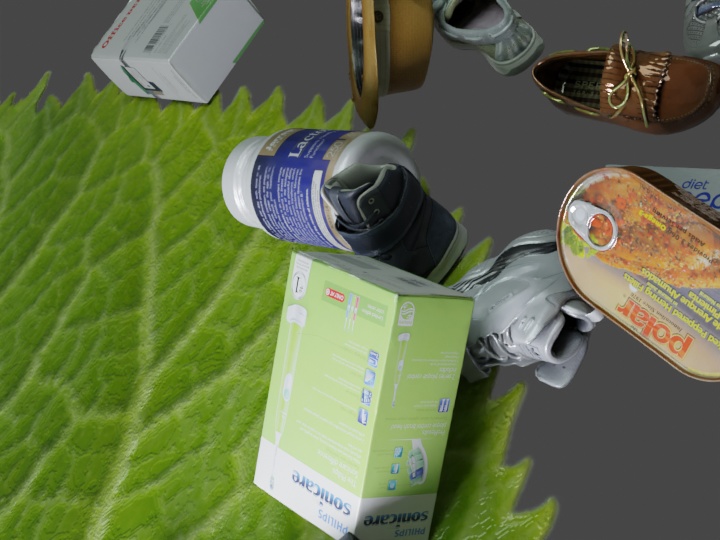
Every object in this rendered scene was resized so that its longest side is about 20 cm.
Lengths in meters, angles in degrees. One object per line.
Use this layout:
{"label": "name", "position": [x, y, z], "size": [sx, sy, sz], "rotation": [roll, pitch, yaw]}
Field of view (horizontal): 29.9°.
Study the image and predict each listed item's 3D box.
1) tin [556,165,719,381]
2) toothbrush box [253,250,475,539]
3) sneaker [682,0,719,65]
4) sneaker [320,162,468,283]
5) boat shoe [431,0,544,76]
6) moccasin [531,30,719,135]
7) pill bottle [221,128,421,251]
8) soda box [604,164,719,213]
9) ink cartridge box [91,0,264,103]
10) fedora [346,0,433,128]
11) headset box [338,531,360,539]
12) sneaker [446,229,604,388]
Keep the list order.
{"label": "tin", "position": [0.230, 0.000, 1.007], "size": [0.200, 0.042, 0.113], "rotation": [41, 122, 35]}
{"label": "toothbrush box", "position": [-0.001, 0.099, 1.083], "size": [0.145, 0.085, 0.203], "rotation": [20, 102, 51]}
{"label": "sneaker", "position": [0.315, -0.262, 1.210], "size": [0.074, 0.082, 0.202], "rotation": [-15, 46, 33]}
{"label": "sneaker", "position": [-0.001, -0.001, 1.207], "size": [0.076, 0.146, 0.204], "rotation": [13, 66, 46]}
{"label": "boat shoe", "position": [0.121, -0.268, 1.412], "size": [0.074, 0.065, 0.202], "rotation": [-40, 36, 4]}
{"label": "moccasin", "position": [0.233, -0.167, 1.187], "size": [0.200, 0.077, 0.075], "rotation": [24, 96, 51]}
{"label": "pill bottle", "position": [-0.044, -0.083, 1.348], "size": [0.198, 0.116, 0.117], "rotation": [8, 60, 47]}
{"label": "soda box", "position": [0.270, -0.035, 1.049], "size": [0.198, 0.063, 0.069], "rotation": [7, 59, 46]}
{"label": "ink cartridge box", "position": [-0.242, -0.305, 1.774], "size": [0.199, 0.084, 0.147], "rotation": [13, 64, 49]}
{"label": "fedora", "position": [0.032, -0.253, 1.432], "size": [0.080, 0.203, 0.202], "rotation": [-3, 41, -7]}
{"label": "headset box", "position": [-0.023, 0.316, 0.965], "size": [0.174, 0.093, 0.200], "rotation": [-40, 36, 5]}
{"label": "sneaker", "position": [0.108, 0.057, 1.104], "size": [0.199, 0.075, 0.115], "rotation": [-37, 35, 5]}
